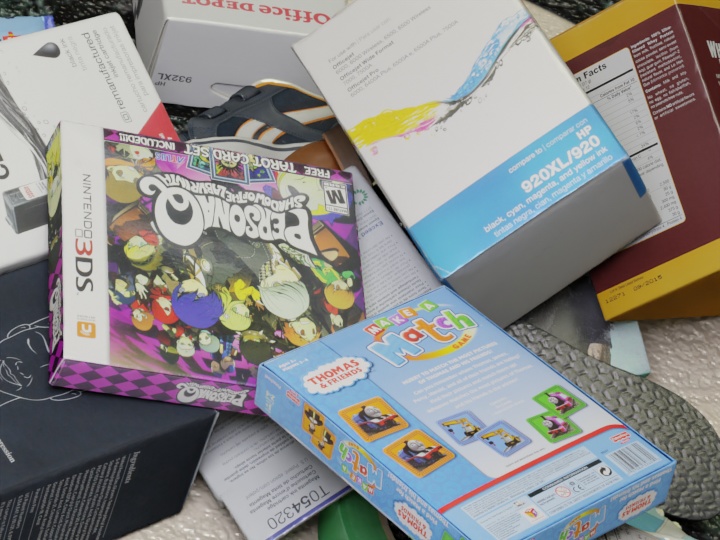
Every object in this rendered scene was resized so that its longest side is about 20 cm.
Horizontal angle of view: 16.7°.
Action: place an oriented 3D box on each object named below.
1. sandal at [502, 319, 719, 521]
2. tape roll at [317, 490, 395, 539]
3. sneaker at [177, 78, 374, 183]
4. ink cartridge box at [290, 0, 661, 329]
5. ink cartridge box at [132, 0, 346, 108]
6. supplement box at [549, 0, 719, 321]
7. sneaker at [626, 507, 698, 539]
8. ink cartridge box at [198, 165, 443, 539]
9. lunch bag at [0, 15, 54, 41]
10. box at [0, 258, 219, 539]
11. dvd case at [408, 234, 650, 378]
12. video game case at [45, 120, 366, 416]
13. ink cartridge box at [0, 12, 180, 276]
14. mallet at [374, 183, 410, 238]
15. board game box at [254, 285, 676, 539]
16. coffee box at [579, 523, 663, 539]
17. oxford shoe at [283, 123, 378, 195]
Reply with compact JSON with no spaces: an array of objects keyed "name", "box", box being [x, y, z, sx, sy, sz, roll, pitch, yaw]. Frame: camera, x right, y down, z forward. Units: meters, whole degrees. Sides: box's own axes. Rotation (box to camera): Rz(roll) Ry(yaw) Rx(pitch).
[{"name":"sandal","box":[0.163,0.099,1.663,0.200,0.048,0.075,34,74,6]},{"name":"tape roll","box":[0.074,0.170,1.573,0.200,0.048,0.201,11,46,-12]},{"name":"sneaker","box":[-0.084,-0.085,1.736,0.200,0.078,0.080,-4,54,-39]},{"name":"ink cartridge box","box":[0.077,-0.090,1.614,0.144,0.147,0.200,-34,68,4]},{"name":"ink cartridge box","box":[-0.094,-0.218,1.852,0.145,0.084,0.200,6,47,-17]},{"name":"supplement box","box":[0.244,-0.083,1.729,0.197,0.133,0.201,-1,70,-52]},{"name":"sneaker","box":[0.165,0.146,1.543,0.199,0.080,0.131,19,45,-5]},{"name":"ink cartridge box","box":[-0.033,0.060,1.581,0.196,0.043,0.200,-32,63,-6]},{"name":"lunch bag","box":[-0.261,-0.065,1.650,0.150,0.094,0.200,-6,60,-29]},{"name":"box","box":[-0.215,0.094,1.490,0.200,0.107,0.149,-19,57,-34]},{"name":"dvd case","box":[0.109,-0.009,1.713,0.145,0.022,0.201,-8,72,-17]},{"name":"video game case","box":[-0.094,0.002,1.515,0.199,0.036,0.182,10,52,-20]},{"name":"ink cartridge box","box":[-0.221,-0.068,1.577,0.200,0.084,0.145,-20,80,-38]},{"name":"mallet","box":[0.014,0.024,1.702,0.066,0.041,0.200,19,49,-4]},{"name":"board game box","box":[0.059,0.094,1.428,0.151,0.037,0.200,-22,46,-36]},{"name":"coffee box","box":[0.174,0.229,1.458,0.200,0.114,0.080,25,29,-25]},{"name":"oxford shoe","box":[0.000,0.000,1.666,0.071,0.071,0.200,-27,64,-1]}]
